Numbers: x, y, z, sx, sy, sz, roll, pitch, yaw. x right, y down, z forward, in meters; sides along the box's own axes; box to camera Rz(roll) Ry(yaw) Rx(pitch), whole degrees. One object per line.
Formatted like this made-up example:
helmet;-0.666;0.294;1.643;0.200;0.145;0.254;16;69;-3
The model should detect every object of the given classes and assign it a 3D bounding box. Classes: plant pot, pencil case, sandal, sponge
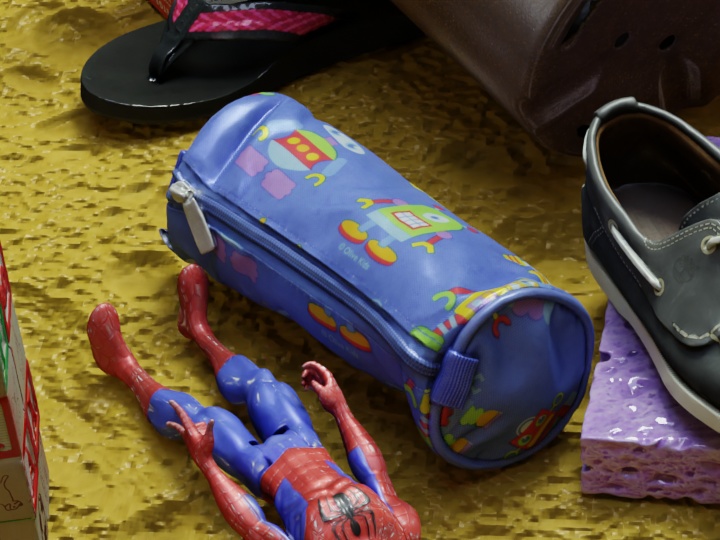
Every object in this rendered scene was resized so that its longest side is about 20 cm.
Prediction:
plant pot;0.078;-0.167;1.149;0.200;0.201;0.198;-23;57;-23
pencil case;0.000;0.000;1.034;0.087;0.078;0.200;-4;29;-41
sandal;-0.041;-0.120;1.223;0.199;0.045;0.075;-20;41;-19
sponge;0.153;0.016;1.038;0.111;0.030;0.200;3;38;12

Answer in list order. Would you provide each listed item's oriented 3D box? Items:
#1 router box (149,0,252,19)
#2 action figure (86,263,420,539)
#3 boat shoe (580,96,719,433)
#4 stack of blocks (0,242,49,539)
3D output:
router box;-0.017;-0.227;1.251;0.199;0.180;0.049;-21;40;-21
action figure;-0.034;0.065;0.982;0.065;0.052;0.200;-20;42;-25
boat shoe;0.137;0.005;0.971;0.072;0.068;0.200;-17;36;-17
stack of blocks;-0.218;0.061;0.950;0.199;0.116;0.059;-7;37;-1
